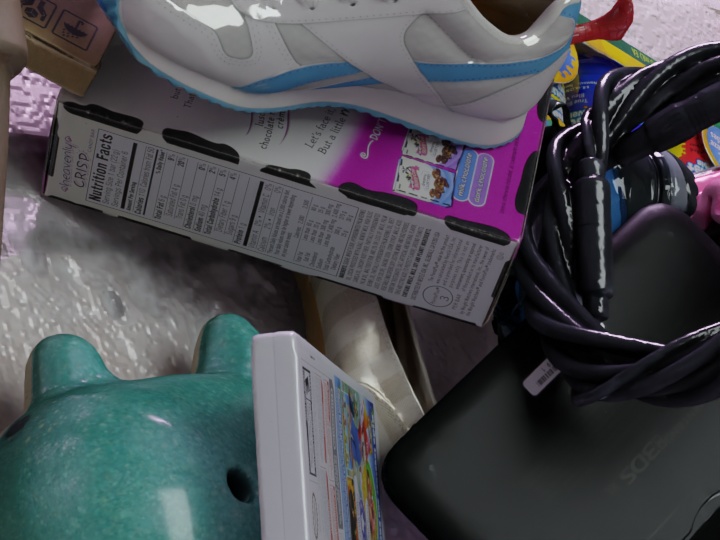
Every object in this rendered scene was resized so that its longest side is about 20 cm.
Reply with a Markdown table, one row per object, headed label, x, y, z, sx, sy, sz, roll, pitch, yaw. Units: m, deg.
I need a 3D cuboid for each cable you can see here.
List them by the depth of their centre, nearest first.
| label | x | y | z | sx | sy | sz | roll | pitch | yaw |
| --- | --- | --- | --- | --- | --- | --- | --- | --- | --- |
| cable | 0.141 | -0.025 | 0.902 | 0.200 | 0.163 | 0.051 | -50 | 143 | -18 |

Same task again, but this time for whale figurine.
| label | x | y | z | sx | sy | sz | roll | pitch | yaw |
| --- | --- | --- | --- | --- | --- | --- | --- | --- | --- |
| whale figurine | -0.062 | 0.081 | 0.807 | 0.159 | 0.104 | 0.200 | 53 | 37 | -6 |

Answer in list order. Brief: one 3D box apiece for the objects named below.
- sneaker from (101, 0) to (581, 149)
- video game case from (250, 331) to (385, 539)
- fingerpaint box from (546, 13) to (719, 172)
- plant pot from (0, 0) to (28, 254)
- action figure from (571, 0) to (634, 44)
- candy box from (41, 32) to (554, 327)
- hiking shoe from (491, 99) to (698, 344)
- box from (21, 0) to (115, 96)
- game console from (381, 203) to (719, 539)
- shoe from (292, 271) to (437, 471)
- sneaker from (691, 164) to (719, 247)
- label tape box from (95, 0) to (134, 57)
| label | x | y | z | sx | sy | sz | roll | pitch | yaw |
| --- | --- | --- | --- | --- | --- | --- | --- | --- | --- |
| sneaker | -0.007 | -0.108 | 0.845 | 0.199 | 0.081 | 0.077 | 5 | 47 | -28 |
| video game case | -0.011 | 0.107 | 0.798 | 0.200 | 0.018 | 0.144 | 49 | 36 | -77 |
| fingerpaint box | 0.125 | -0.043 | 1.129 | 0.200 | 0.073 | 0.167 | 26 | 48 | -34 |
| plant pot | -0.193 | -0.003 | 0.674 | 0.200 | 0.200 | 0.174 | -10 | 89 | -51 |
| action figure | 0.033 | -0.122 | 1.042 | 0.199 | 0.052 | 0.066 | -16 | 65 | -15 |
| candy box | -0.023 | -0.067 | 0.920 | 0.199 | 0.061 | 0.137 | 18 | 46 | -2 |
| hiking shoe | 0.085 | 0.027 | 0.995 | 0.086 | 0.074 | 0.201 | 19 | 85 | -28 |
| box | -0.175 | -0.174 | 0.881 | 0.200 | 0.021 | 0.164 | 28 | 44 | -10 |
| game console | 0.118 | 0.103 | 0.961 | 0.176 | 0.116 | 0.200 | 45 | 64 | 5 |
| shoe | 0.000 | 0.000 | 0.964 | 0.070 | 0.053 | 0.201 | 31 | 44 | -54 |
| sneaker | 0.202 | 0.000 | 1.000 | 0.079 | 0.200 | 0.096 | -11 | 98 | -13 |
| label tape box | -0.144 | -0.196 | 0.839 | 0.145 | 0.063 | 0.200 | -79 | 150 | -44 |
